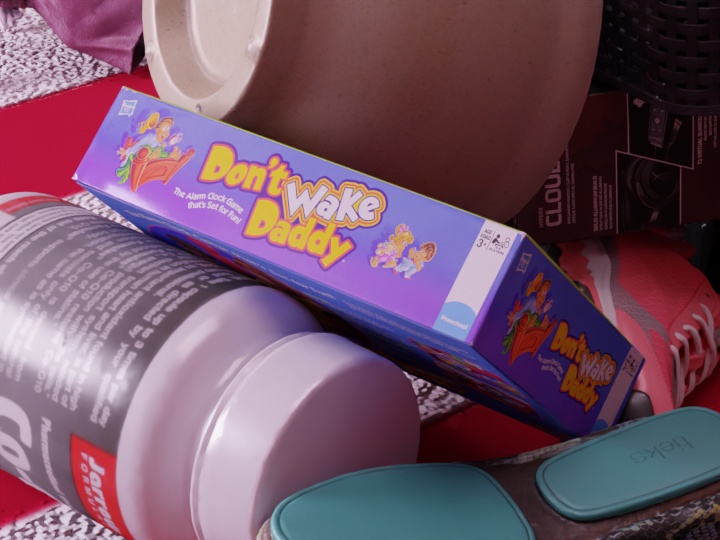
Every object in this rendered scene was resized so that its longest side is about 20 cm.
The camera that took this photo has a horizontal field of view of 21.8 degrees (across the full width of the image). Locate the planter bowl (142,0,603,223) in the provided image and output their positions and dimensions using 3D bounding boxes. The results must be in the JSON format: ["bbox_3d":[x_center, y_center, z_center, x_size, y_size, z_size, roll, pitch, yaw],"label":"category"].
[{"bbox_3d":[-0.011,-0.116,0.800,0.134,0.201,0.200,2,23,-32],"label":"planter bowl"}]

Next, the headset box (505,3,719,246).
[{"bbox_3d":[0.133,-0.086,0.891,0.199,0.078,0.149,-7,29,-5],"label":"headset box"}]

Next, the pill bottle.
[{"bbox_3d":[-0.083,0.048,0.751,0.199,0.114,0.114,22,34,36],"label":"pill bottle"}]

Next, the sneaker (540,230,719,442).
[{"bbox_3d":[0.130,0.026,0.837,0.086,0.074,0.200,2,28,-3],"label":"sneaker"}]

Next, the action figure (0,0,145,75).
[{"bbox_3d":[-0.218,-0.196,1.201,0.199,0.149,0.134,9,32,-12],"label":"action figure"}]

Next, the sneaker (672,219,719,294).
[{"bbox_3d":[0.221,-0.037,0.953,0.115,0.076,0.201,-6,25,-7],"label":"sneaker"}]

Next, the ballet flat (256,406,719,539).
[{"bbox_3d":[0.056,0.104,0.691,0.199,0.075,0.074,-8,28,-20],"label":"ballet flat"}]

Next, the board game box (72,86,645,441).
[{"bbox_3d":[0.000,0.000,0.748,0.199,0.045,0.134,22,-10,33],"label":"board game box"}]

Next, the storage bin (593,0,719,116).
[{"bbox_3d":[0.139,-0.155,0.840,0.135,0.094,0.200,-20,31,-24],"label":"storage bin"}]
